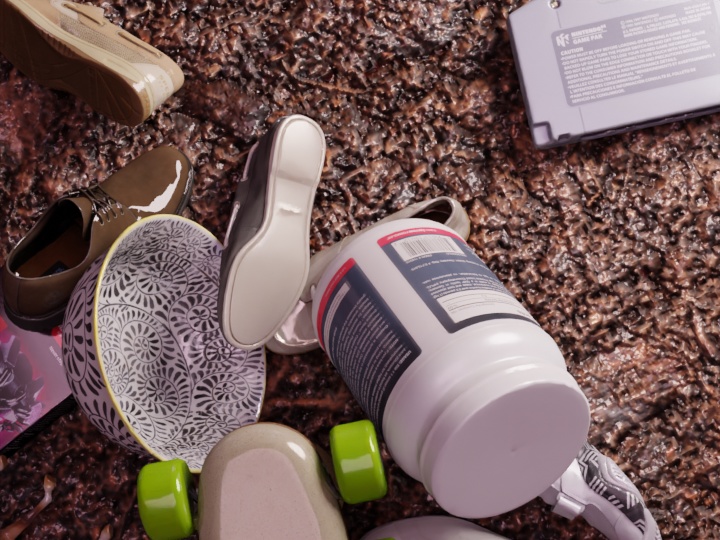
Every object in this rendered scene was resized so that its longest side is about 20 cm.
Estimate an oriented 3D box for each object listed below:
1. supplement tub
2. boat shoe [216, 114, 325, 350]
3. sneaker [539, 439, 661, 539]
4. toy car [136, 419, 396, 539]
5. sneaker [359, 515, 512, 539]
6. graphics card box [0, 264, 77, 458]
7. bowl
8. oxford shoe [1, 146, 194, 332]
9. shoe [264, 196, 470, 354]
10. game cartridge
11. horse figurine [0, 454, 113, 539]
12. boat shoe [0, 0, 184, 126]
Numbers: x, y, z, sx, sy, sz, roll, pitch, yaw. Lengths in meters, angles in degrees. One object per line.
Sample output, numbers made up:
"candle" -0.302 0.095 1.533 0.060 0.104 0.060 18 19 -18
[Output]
"supplement tub" 0.061 0.067 0.859 0.140 0.140 0.200 -36 44 0
"boat shoe" -0.076 -0.030 0.961 0.067 0.057 0.200 22 75 -27
"sneaker" 0.137 0.168 0.926 0.115 0.075 0.200 -39 77 0
"toy car" -0.055 0.186 0.873 0.164 0.200 0.158 -11 87 2
"sneaker" 0.090 0.234 0.916 0.200 0.085 0.073 5 86 6
"graphics card box" -0.316 0.093 0.977 0.200 0.051 0.126 -37 82 0
"bowl" -0.169 0.063 0.922 0.094 0.201 0.201 -13 82 30
"oxford shoe" -0.205 -0.039 0.946 0.073 0.084 0.200 33 60 13
"shoe" 0.000 0.000 0.962 0.200 0.053 0.070 -34 82 0
"game cartridge" 0.228 -0.184 0.976 0.200 0.040 0.133 -11 86 3
"horse figurine" -0.263 0.242 0.954 0.200 0.050 0.133 37 100 1
"boat shoe" -0.241 -0.191 1.001 0.200 0.071 0.065 34 52 15
